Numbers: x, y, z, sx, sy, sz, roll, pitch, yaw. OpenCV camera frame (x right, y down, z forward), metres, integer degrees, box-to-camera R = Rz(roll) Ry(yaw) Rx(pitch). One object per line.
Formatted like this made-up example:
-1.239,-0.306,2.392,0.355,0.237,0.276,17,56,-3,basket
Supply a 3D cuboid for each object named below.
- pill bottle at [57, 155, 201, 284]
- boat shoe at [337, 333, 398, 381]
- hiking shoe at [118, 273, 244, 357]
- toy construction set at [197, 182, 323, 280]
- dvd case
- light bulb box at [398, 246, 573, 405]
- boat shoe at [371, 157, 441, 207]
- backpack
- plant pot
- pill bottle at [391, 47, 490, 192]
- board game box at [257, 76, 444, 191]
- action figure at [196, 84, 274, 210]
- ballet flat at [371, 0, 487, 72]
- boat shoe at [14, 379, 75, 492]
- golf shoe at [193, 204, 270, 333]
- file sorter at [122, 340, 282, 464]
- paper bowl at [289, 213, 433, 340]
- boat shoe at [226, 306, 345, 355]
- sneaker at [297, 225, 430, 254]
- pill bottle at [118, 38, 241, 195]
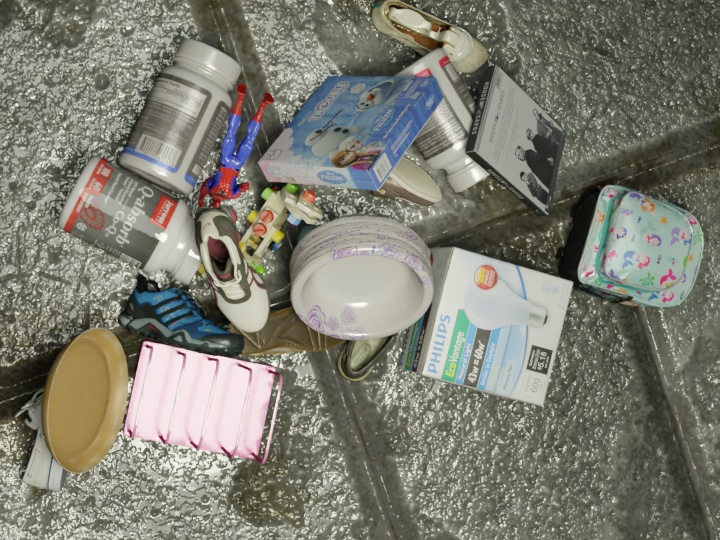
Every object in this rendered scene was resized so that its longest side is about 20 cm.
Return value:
-0.312,-0.068,1.634,0.200,0.116,0.116,27,83,-12,pill bottle
0.033,0.076,1.743,0.072,0.066,0.201,31,81,-9,boat shoe
-0.248,0.064,1.630,0.200,0.074,0.087,15,84,20,hiking shoe
-0.137,-0.059,1.658,0.200,0.131,0.092,-39,86,20,toy construction set
0.238,-0.194,1.753,0.200,0.025,0.151,34,62,-39,dvd case
0.186,0.082,1.752,0.199,0.125,0.199,15,86,-14,light bulb box
0.029,-0.143,1.749,0.200,0.072,0.060,25,125,-24,boat shoe
0.434,-0.032,1.809,0.200,0.151,0.178,19,84,-18,backpack
-0.380,0.176,1.592,0.027,0.200,0.201,6,88,20,plant pot
0.126,-0.223,1.747,0.111,0.111,0.200,-33,97,-12,pill bottle
-0.013,-0.199,1.643,0.200,0.199,0.043,-56,134,-31,board game box
-0.181,-0.152,1.649,0.065,0.099,0.200,16,118,-13,action figure
0.109,-0.356,1.769,0.200,0.062,0.068,20,85,-13,ballet flat
-0.443,0.204,1.628,0.086,0.075,0.203,10,94,-4,boat shoe
-0.180,0.011,1.580,0.077,0.088,0.200,-17,116,7,golf shoe
-0.222,0.189,1.649,0.199,0.125,0.139,13,86,-13,file sorter
0.000,0.000,1.636,0.200,0.201,0.105,7,46,-14,paper bowl
-0.113,0.087,1.707,0.199,0.066,0.074,-1,88,-25,boat shoe
0.003,-0.045,1.729,0.199,0.074,0.082,2,52,-9,sneaker
-0.252,-0.219,1.652,0.114,0.114,0.200,26,83,-12,pill bottle
